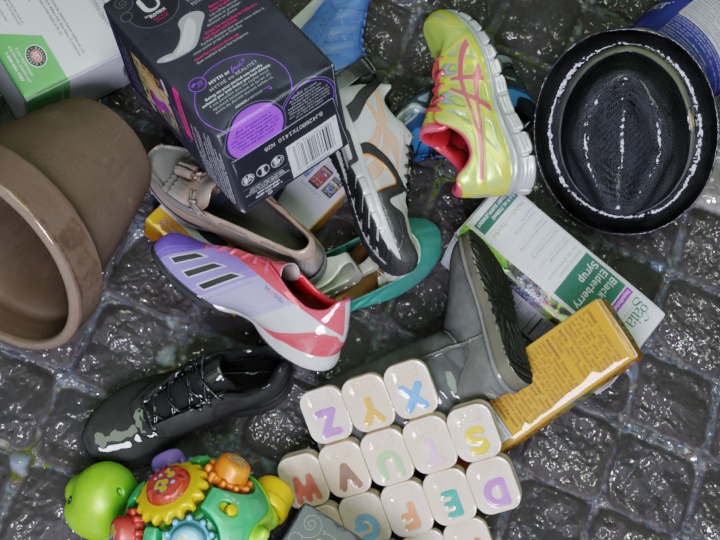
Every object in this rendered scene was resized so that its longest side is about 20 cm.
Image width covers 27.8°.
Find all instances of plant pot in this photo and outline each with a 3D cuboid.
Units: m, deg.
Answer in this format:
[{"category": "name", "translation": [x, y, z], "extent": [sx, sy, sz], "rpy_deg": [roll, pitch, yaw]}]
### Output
[{"category": "plant pot", "translation": [-0.275, -0.061, 1.271], "extent": [0.200, 0.201, 0.175], "rpy_deg": [37, 51, 5]}]

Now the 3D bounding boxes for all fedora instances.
[{"category": "fedora", "translation": [0.248, -0.125, 1.382], "extent": [0.198, 0.092, 0.203], "rpy_deg": [4, 105, 14]}]

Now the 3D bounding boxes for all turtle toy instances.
[{"category": "turtle toy", "translation": [-0.159, 0.207, 1.207], "extent": [0.198, 0.102, 0.146], "rpy_deg": [-1, 40, 32]}]

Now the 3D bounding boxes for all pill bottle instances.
[{"category": "pill bottle", "translation": [0.350, -0.241, 1.486], "extent": [0.200, 0.112, 0.112], "rpy_deg": [-41, 81, -22]}]

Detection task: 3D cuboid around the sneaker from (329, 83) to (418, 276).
[{"category": "sneaker", "translation": [0.021, -0.090, 1.317], "extent": [0.079, 0.074, 0.202], "rpy_deg": [-13, 67, -13]}]

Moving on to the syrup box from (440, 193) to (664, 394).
[{"category": "syrup box", "translation": [0.179, 0.016, 1.373], "extent": [0.200, 0.082, 0.079], "rpy_deg": [40, 69, 7]}]

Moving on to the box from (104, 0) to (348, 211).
[{"category": "box", "translation": [-0.117, -0.171, 1.275], "extent": [0.122, 0.106, 0.200], "rpy_deg": [-33, 58, -14]}]

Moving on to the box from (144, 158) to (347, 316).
[{"category": "box", "translation": [-0.094, -0.069, 1.376], "extent": [0.119, 0.042, 0.200], "rpy_deg": [41, 70, 6]}]

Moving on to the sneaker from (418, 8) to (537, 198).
[{"category": "sneaker", "translation": [0.090, -0.154, 1.349], "extent": [0.089, 0.078, 0.202], "rpy_deg": [-17, 67, -11]}]

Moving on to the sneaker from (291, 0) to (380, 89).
[{"category": "sneaker", "translation": [-0.015, -0.220, 1.431], "extent": [0.111, 0.077, 0.200], "rpy_deg": [43, 57, -4]}]

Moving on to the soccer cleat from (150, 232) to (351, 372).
[{"category": "soccer cleat", "translation": [-0.094, 0.009, 1.267], "extent": [0.199, 0.074, 0.068], "rpy_deg": [32, 28, 18]}]

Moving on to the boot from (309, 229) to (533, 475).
[{"category": "boot", "translation": [0.044, 0.076, 1.296], "extent": [0.072, 0.199, 0.183], "rpy_deg": [37, 33, -40]}]

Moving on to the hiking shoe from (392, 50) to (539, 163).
[{"category": "hiking shoe", "translation": [0.091, -0.138, 1.417], "extent": [0.199, 0.075, 0.087], "rpy_deg": [-34, 78, -20]}]

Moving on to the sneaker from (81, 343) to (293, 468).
[{"category": "sneaker", "translation": [-0.150, 0.107, 1.271], "extent": [0.198, 0.091, 0.076], "rpy_deg": [-24, 78, -17]}]

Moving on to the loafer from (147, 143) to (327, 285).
[{"category": "loafer", "translation": [-0.112, -0.061, 1.305], "extent": [0.199, 0.063, 0.072], "rpy_deg": [35, 70, 14]}]

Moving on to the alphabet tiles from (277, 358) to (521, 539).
[{"category": "alphabet tiles", "translation": [0.032, 0.180, 1.247], "extent": [0.198, 0.015, 0.198], "rpy_deg": [-17, 101, 15]}]

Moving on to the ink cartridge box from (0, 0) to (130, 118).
[{"category": "ink cartridge box", "translation": [-0.265, -0.244, 1.384], "extent": [0.199, 0.084, 0.147], "rpy_deg": [-29, 78, -20]}]

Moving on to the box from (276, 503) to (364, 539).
[{"category": "box", "translation": [-0.051, 0.309, 1.192], "extent": [0.122, 0.106, 0.201], "rpy_deg": [32, 76, 1]}]

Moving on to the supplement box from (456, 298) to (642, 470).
[{"category": "supplement box", "translation": [0.152, 0.107, 1.293], "extent": [0.199, 0.066, 0.069], "rpy_deg": [-39, 78, 11]}]

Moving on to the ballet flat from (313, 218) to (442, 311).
[{"category": "ballet flat", "translation": [0.000, 0.000, 1.350], "extent": [0.199, 0.071, 0.068], "rpy_deg": [-27, 75, -19]}]
